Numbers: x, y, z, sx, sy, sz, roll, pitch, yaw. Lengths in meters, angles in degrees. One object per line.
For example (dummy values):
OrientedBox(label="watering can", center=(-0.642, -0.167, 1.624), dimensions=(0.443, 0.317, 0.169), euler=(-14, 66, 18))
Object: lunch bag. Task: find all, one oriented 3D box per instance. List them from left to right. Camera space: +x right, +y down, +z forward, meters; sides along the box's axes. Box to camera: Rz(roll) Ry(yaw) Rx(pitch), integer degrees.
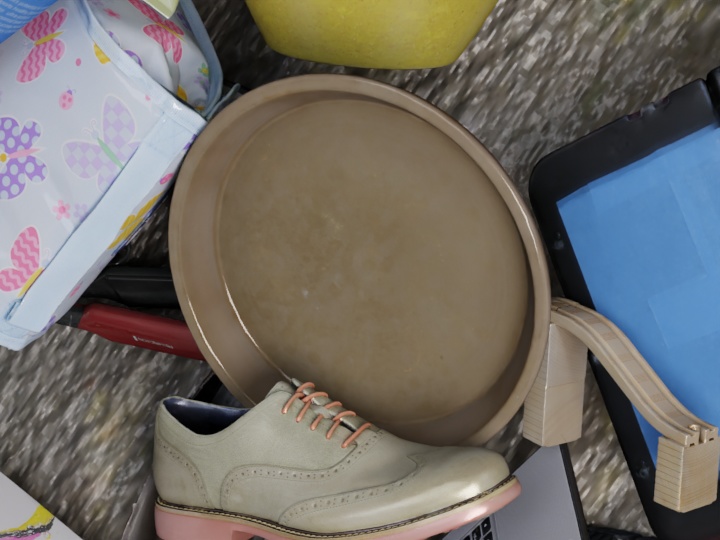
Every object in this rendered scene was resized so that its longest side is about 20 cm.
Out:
OrientedBox(label="lunch bag", center=(-0.156, -0.072, 1.000), dimensions=(0.170, 0.127, 0.201), euler=(-50, 38, 18))

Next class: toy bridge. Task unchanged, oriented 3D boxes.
OrientedBox(label="toy bridge", center=(0.093, 0.049, 0.904), dimensions=(0.199, 0.027, 0.068), euler=(25, 118, 52))

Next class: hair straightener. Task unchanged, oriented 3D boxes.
OrientedBox(label="hair straightener", center=(-0.148, 0.002, 1.078), dimensions=(0.198, 0.041, 0.077), euler=(6, 60, 30))

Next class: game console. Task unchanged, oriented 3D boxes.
OrientedBox(label="game console", center=(0.160, 0.008, 0.826), dimensions=(0.118, 0.172, 0.202), euler=(-20, 79, -2))

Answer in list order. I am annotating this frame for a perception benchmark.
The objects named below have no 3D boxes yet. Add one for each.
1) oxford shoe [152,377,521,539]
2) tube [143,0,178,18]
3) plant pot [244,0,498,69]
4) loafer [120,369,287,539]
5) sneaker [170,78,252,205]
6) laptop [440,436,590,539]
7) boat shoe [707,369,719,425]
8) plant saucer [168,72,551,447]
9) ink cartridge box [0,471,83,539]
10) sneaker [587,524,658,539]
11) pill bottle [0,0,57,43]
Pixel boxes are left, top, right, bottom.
OrientedBox(label="oxford shoe", center=(-0.020, 0.090, 0.898), dimensions=(0.198, 0.071, 0.075), euler=(-5, 99, 28))
OrientedBox(label="tube", center=(-0.091, -0.216, 1.025), dimensions=(0.057, 0.052, 0.201), euler=(8, 45, 24))
OrientedBox(label="plant pot", center=(0.006, -0.183, 0.977), dimensions=(0.198, 0.200, 0.144), euler=(12, 108, 25))
OrientedBox(label="loafer", center=(-0.078, 0.097, 1.001), dimensions=(0.073, 0.071, 0.201), euler=(26, 90, 25))
OrientedBox(label="sneaker", center=(-0.019, -0.023, 1.008), dimensions=(0.199, 0.075, 0.093), euler=(32, 100, 33))
OrientedBox(label="laptop", center=(0.001, 0.169, 0.864), dimensions=(0.200, 0.115, 0.188), euler=(-46, 25, 23))
OrientedBox(label="boat shoe", center=(0.210, -0.008, 0.903), dimensions=(0.068, 0.074, 0.202), euler=(6, 91, 21))
OrientedBox(label="plant saucer", center=(0.000, 0.000, 0.907), dimensions=(0.198, 0.029, 0.202), euler=(10, 116, 21))
OrientedBox(label="ink cartridge box", center=(-0.206, 0.178, 1.019), dimensions=(0.199, 0.067, 0.117), euler=(35, 120, 24))
OrientedBox(label="sneaker", center=(0.148, 0.184, 0.885), dimensions=(0.199, 0.077, 0.080), euler=(33, 113, 33))
OrientedBox(label="pill bottle", center=(-0.161, -0.183, 0.896), dimensions=(0.199, 0.112, 0.113), euler=(-31, 69, 21))
